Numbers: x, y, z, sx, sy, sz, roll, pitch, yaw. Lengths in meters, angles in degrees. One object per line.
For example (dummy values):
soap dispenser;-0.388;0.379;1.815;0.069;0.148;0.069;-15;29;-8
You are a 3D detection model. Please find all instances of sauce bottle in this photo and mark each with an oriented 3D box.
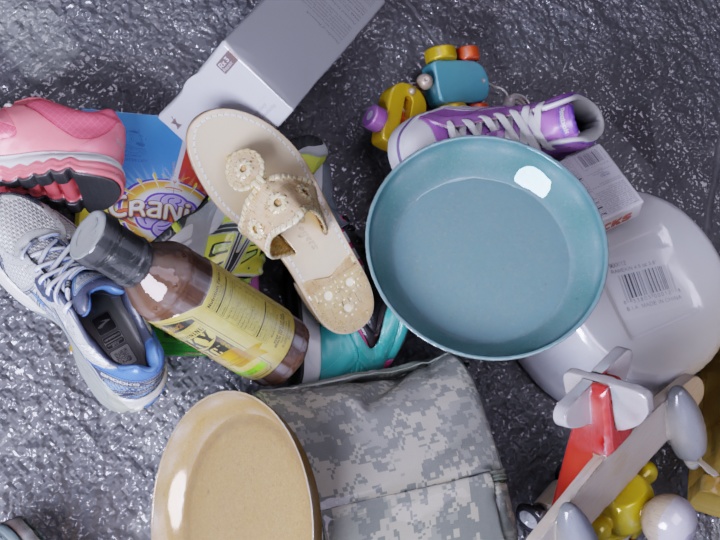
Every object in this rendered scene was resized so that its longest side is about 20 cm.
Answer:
sauce bottle;-0.126;0.020;0.927;0.200;0.065;0.065;35;61;-35

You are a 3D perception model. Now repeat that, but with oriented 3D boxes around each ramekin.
ramekin;0.237;0.025;1.137;0.200;0.098;0.201;6;71;-17

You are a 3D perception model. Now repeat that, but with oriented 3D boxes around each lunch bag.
lunch bag;0.012;0.161;0.987;0.199;0.139;0.168;-8;82;-20

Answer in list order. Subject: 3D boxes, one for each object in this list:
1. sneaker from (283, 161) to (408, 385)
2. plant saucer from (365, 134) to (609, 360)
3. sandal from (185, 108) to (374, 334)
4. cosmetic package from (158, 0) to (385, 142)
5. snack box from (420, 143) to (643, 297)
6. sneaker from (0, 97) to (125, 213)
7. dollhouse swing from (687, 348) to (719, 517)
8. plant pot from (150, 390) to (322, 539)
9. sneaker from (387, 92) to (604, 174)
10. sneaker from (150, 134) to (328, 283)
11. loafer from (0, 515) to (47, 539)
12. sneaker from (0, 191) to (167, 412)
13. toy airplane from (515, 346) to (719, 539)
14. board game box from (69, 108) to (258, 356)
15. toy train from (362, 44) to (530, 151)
sneaker;0.000;0.000;1.068;0.120;0.084;0.201;3;76;-16
plant saucer;0.102;-0.015;1.023;0.199;0.036;0.201;2;66;-4
sandal;-0.049;-0.036;0.955;0.078;0.070;0.212;-39;109;-10
cosmetic package;-0.072;-0.181;1.054;0.081;0.113;0.200;42;46;-10
snack box;0.141;-0.041;1.074;0.199;0.024;0.072;-24;63;-14
sneaker;-0.282;-0.099;1.002;0.199;0.074;0.087;5;60;1
dollhouse swing;0.390;0.115;1.119;0.181;0.176;0.201;18;66;-13
plant pot;-0.090;0.190;0.922;0.027;0.200;0.201;8;68;-42
sneaker;0.126;-0.122;1.090;0.200;0.114;0.073;-13;88;-34
sneaker;-0.098;-0.034;1.014;0.200;0.075;0.076;-42;97;-15
loafer;-0.207;0.266;0.925;0.063;0.072;0.200;-30;91;-45
sneaker;-0.210;0.012;0.945;0.077;0.085;0.200;-40;88;-26
toy airplane;0.212;0.165;1.007;0.141;0.199;0.200;33;93;28
board game box;-0.163;-0.030;1.046;0.152;0.040;0.201;3;72;-19
toy train;0.071;-0.116;1.154;0.150;0.056;0.200;48;58;-16
